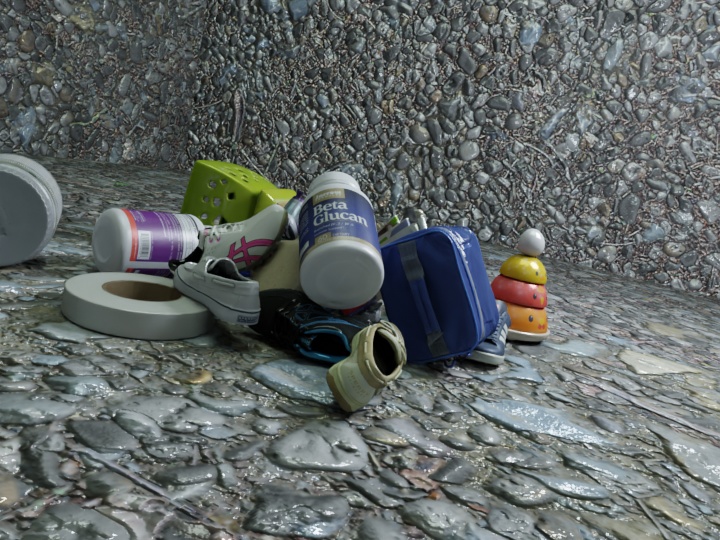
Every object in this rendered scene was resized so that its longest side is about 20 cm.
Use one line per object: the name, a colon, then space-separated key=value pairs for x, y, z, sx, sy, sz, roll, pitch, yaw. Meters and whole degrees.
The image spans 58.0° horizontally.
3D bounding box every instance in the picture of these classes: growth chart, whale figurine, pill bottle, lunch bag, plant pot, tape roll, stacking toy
growth chart: x=0.046 y=-0.020 z=1.095 sx=0.018 sy=0.145 sz=0.200 roll=11 pitch=-29 yaw=-45
whale figurine: x=-0.115 y=0.009 z=1.020 sx=0.104 sy=0.159 sz=0.200 roll=42 pitch=-6 yaw=-40
pill bottle: x=-0.032 y=-0.051 z=0.909 sx=0.111 sy=0.111 sz=0.200 roll=9 pitch=39 yaw=-14
pill bottle: x=-0.341 y=-0.043 z=1.106 sx=0.112 sy=0.113 sz=0.199 roll=20 pitch=13 yaw=42
lunch bag: x=0.107 y=0.040 z=0.933 sx=0.135 sy=0.201 sz=0.132 roll=-19 pitch=-2 yaw=29
plant pot: x=-0.244 y=-0.104 z=1.337 sx=0.181 sy=0.201 sz=0.199 roll=19 pitch=11 yaw=12
tape roll: x=-0.298 y=0.044 z=0.886 sx=0.202 sy=0.037 sz=0.203 roll=11 pitch=11 yaw=-2
stacking toy: x=0.296 y=0.021 z=1.203 sx=0.145 sy=0.201 sz=0.146 roll=10 pitch=10 yaw=-2

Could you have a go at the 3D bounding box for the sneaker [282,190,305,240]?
sneaker: x=-0.122 y=-0.072 z=1.286 sx=0.074 sy=0.088 sz=0.200 roll=27 pitch=-24 yaw=10

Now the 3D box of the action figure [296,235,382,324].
action figure: x=0.000 y=0.000 z=1.080 sx=0.199 sy=0.194 sz=0.105 roll=-21 pitch=-16 yaw=7

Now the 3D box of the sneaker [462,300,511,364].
sneaker: x=0.203 y=0.091 z=1.043 sx=0.075 sy=0.085 sz=0.200 roll=13 pitch=10 yaw=11

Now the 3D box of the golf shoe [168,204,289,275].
golf shoe: x=-0.198 y=-0.036 z=0.982 sx=0.092 sy=0.200 sz=0.073 roll=46 pitch=7 yaw=-34

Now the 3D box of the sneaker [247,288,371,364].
sneaker: x=-0.076 y=0.074 z=0.861 sx=0.199 sy=0.074 sz=0.082 roll=14 pitch=10 yaw=17

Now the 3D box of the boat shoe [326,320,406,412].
boat shoe: x=0.023 y=0.101 z=0.765 sx=0.073 sy=0.063 sz=0.201 roll=57 pitch=21 yaw=3

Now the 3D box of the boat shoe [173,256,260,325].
boat shoe: x=-0.192 y=0.013 z=0.887 sx=0.073 sy=0.066 sz=0.200 roll=2 pitch=14 yaw=-44

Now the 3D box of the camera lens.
camera lens: x=-0.562 y=-0.098 z=1.026 sx=0.159 sy=0.161 sz=0.200 roll=7 pitch=11 yaw=-23

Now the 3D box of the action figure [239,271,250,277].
action figure: x=-0.150 y=0.022 z=1.104 sx=0.199 sy=0.066 sz=0.052 roll=9 pitch=-21 yaw=-10
